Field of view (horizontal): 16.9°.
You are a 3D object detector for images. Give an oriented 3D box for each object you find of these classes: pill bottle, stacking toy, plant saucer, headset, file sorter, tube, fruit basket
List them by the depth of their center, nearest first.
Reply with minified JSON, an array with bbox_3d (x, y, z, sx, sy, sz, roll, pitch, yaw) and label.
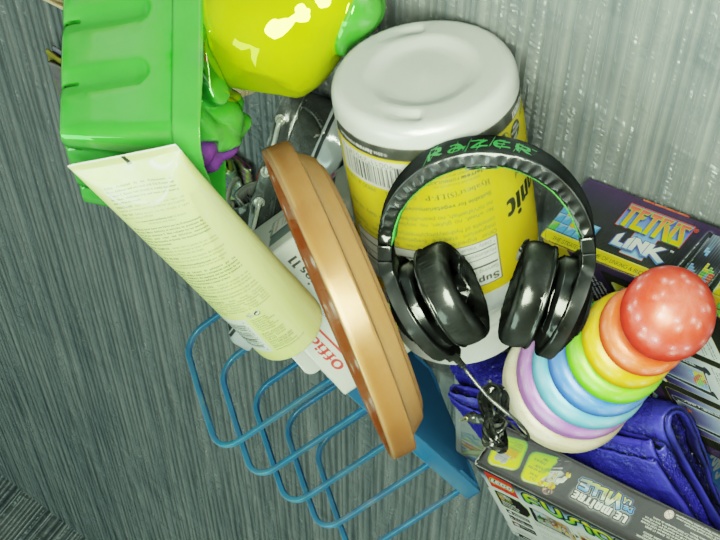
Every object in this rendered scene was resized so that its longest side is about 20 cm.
[{"bbox_3d":[0.075,0.012,1.400,0.123,0.094,0.200,-2,115,6],"label":"headset"},{"bbox_3d":[0.150,0.045,1.423,0.085,0.085,0.200,39,157,0],"label":"stacking toy"},{"bbox_3d":[-0.007,0.015,1.438,0.200,0.032,0.200,157,90,-88],"label":"plant saucer"},{"bbox_3d":[0.050,-0.042,1.459,0.111,0.111,0.200,26,143,34],"label":"pill bottle"},{"bbox_3d":[-0.091,-0.016,1.473,0.200,0.058,0.052,47,-178,-45],"label":"tube"},{"bbox_3d":[-0.081,-0.141,1.493,0.216,0.216,0.156,33,161,18],"label":"fruit basket"},{"bbox_3d":[-0.024,0.108,1.865,0.200,0.123,0.139,43,-161,-43],"label":"file sorter"}]

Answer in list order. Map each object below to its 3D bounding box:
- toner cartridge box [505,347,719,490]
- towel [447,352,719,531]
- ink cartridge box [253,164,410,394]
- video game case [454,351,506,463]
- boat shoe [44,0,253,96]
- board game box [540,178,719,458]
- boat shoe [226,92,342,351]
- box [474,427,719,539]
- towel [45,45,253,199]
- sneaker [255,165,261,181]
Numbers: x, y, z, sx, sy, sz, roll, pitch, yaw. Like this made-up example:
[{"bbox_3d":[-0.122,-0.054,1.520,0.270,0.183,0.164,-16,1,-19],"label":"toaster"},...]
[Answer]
[{"bbox_3d":[0.170,0.105,1.742,0.200,0.043,0.095,28,160,30],"label":"toner cartridge box"},{"bbox_3d":[0.154,0.126,1.620,0.200,0.050,0.148,16,147,46],"label":"towel"},{"bbox_3d":[0.000,0.000,1.599,0.200,0.067,0.117,-36,110,25],"label":"ink cartridge box"},{"bbox_3d":[0.146,0.137,1.759,0.182,0.022,0.200,34,160,18],"label":"video game case"},{"bbox_3d":[-0.154,-0.171,1.678,0.200,0.069,0.074,34,161,15],"label":"boat shoe"},{"bbox_3d":[0.218,0.046,1.495,0.165,0.057,0.200,26,157,41],"label":"board game box"},{"bbox_3d":[-0.064,-0.036,1.669,0.068,0.074,0.199,23,123,-1],"label":"boat shoe"},{"bbox_3d":[0.176,0.178,1.587,0.200,0.035,0.110,25,160,30],"label":"box"},{"bbox_3d":[-0.165,-0.099,1.944,0.200,0.023,0.144,34,160,16],"label":"towel"},{"bbox_3d":[0.017,-0.017,1.744,0.115,0.078,0.200,0,143,42],"label":"sneaker"}]
